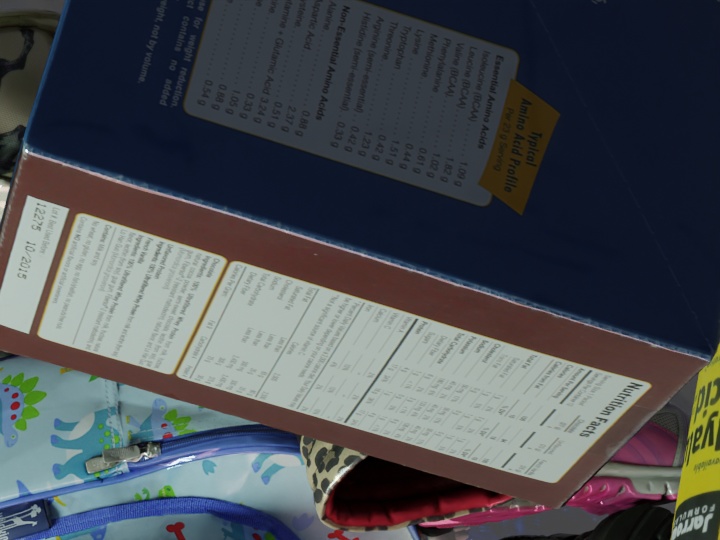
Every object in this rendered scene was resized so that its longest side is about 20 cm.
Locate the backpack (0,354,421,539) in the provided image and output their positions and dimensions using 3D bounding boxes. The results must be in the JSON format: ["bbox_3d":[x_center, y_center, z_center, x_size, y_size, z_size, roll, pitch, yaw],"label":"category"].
[{"bbox_3d":[-0.075,0.115,0.991,0.199,0.148,0.183,-18,140,8],"label":"backpack"}]

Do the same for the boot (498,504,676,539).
[{"bbox_3d":[0.164,0.199,1.170,0.211,0.080,0.158,43,154,-5],"label":"boot"}]

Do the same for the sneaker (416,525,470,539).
[{"bbox_3d":[0.016,0.172,1.247,0.075,0.093,0.200,7,179,8],"label":"sneaker"}]

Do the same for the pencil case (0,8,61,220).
[{"bbox_3d":[-0.161,-0.031,0.890,0.077,0.090,0.200,7,159,-30],"label":"pencil case"}]

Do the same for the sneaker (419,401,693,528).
[{"bbox_3d":[0.113,0.073,1.130,0.199,0.089,0.081,-1,168,-29],"label":"sneaker"}]

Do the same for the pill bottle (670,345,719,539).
[{"bbox_3d":[0.193,0.108,1.007,0.110,0.201,0.111,11,157,5],"label":"pill bottle"}]

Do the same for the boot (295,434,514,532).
[{"bbox_3d":[0.048,0.002,0.831,0.199,0.151,0.073,-18,139,-4],"label":"boot"}]

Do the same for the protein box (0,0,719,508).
[{"bbox_3d":[0.008,-0.062,0.715,0.199,0.200,0.135,17,153,-8],"label":"protein box"}]

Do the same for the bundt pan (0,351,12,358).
[{"bbox_3d":[-0.171,0.055,1.084,0.202,0.202,0.076,38,-174,-45],"label":"bundt pan"}]
